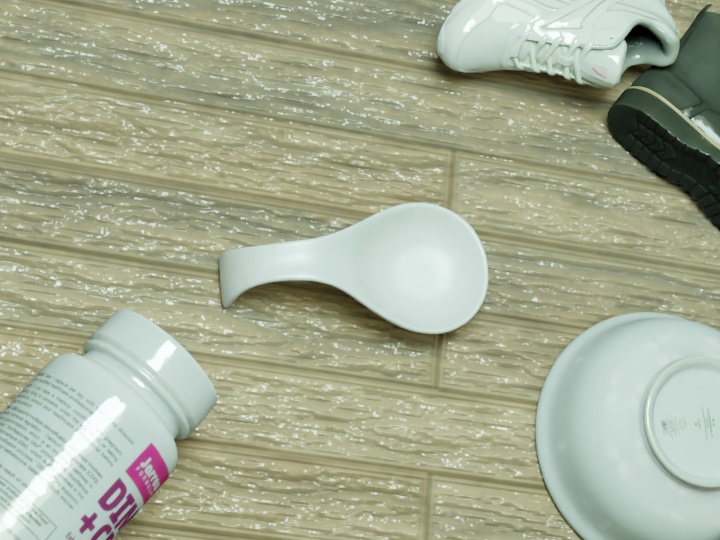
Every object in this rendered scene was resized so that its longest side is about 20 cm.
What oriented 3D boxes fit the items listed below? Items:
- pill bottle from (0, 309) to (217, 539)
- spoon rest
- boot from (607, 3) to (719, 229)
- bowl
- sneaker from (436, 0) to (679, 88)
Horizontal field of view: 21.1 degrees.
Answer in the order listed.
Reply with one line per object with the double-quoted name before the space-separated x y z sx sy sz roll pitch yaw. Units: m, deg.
"pill bottle" -0.194 0.128 1.286 0.113 0.113 0.200 42 69 -1
"spoon rest" 0.000 0.000 1.404 0.199 0.061 0.100 -2 76 -15
"boot" 0.310 -0.109 1.516 0.200 0.077 0.138 42 64 -3
"bowl" 0.237 0.118 1.423 0.200 0.090 0.202 4 74 -15
"sneaker" 0.157 -0.178 1.470 0.199 0.078 0.100 -13 50 -17
